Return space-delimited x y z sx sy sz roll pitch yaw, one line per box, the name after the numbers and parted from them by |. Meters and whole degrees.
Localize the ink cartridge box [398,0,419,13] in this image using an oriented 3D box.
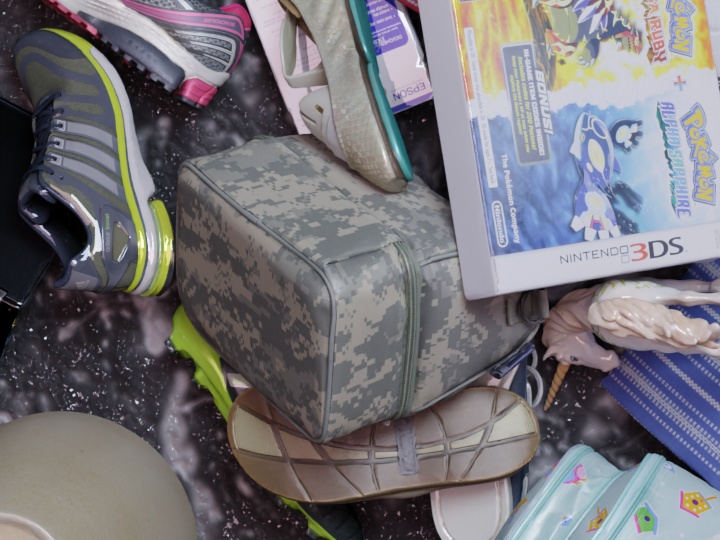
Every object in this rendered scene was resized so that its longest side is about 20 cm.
0.060 -0.259 1.673 0.147 0.086 0.200 31 137 -21 | ink cartridge box

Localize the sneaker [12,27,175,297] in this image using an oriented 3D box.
-0.188 -0.072 1.747 0.081 0.074 0.200 -8 63 -37 | sneaker

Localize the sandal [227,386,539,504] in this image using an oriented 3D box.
0.015 0.110 1.723 0.200 0.054 0.081 -2 81 4 | sandal

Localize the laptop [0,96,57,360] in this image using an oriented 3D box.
-0.298 -0.017 1.809 0.187 0.116 0.200 28 117 4 | laptop

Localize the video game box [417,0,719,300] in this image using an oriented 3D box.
0.135 -0.093 1.629 0.182 0.047 0.200 -10 90 -29 | video game box

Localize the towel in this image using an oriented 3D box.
0.257 0.034 1.724 0.200 0.024 0.145 -52 43 4 | towel

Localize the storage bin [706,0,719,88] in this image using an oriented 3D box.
0.228 -0.184 1.730 0.200 0.094 0.136 -7 90 4 | storage bin

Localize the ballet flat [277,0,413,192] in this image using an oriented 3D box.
-0.014 -0.115 1.691 0.062 0.067 0.200 -20 46 6 | ballet flat

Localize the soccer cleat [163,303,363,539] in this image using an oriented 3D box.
-0.048 0.094 1.772 0.081 0.068 0.200 -35 86 -2 | soccer cleat

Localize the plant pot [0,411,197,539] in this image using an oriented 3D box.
-0.209 0.191 1.718 0.187 0.200 0.188 0 91 4 | plant pot

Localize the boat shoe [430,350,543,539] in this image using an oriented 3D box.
0.081 0.086 1.760 0.075 0.062 0.200 -6 84 16 | boat shoe

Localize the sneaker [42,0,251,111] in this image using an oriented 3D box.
-0.165 -0.190 1.773 0.200 0.081 0.075 37 87 -3 | sneaker

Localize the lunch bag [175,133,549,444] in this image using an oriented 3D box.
0.000 0.000 1.686 0.168 0.200 0.140 -20 127 -28 | lunch bag

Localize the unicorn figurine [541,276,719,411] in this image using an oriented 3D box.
0.178 0.032 1.692 0.137 0.200 0.074 0 75 8 | unicorn figurine

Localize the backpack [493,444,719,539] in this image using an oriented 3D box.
0.155 0.197 1.670 0.153 0.200 0.176 38 74 2 | backpack

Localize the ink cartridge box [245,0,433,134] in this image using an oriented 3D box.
-0.027 -0.188 1.779 0.099 0.039 0.200 -20 88 5 | ink cartridge box
